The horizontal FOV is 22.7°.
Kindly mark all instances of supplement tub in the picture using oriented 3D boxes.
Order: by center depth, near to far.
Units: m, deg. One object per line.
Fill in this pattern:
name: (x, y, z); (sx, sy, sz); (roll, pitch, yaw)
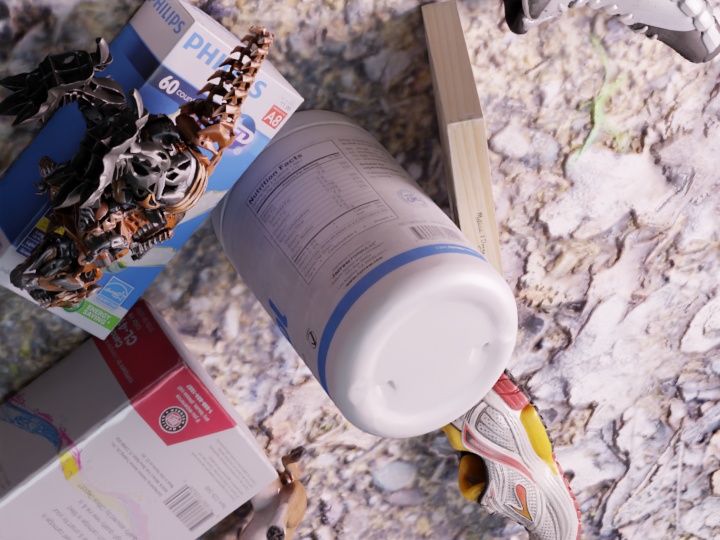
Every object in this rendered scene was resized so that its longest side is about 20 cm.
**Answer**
supplement tub: (0.000, 0.000, 1.149); (0.131, 0.200, 0.132); (-17, 131, -21)

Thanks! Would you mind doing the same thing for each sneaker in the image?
sneaker: (0.156, -0.186, 1.207); (0.115, 0.075, 0.200); (-40, 126, 7)
sneaker: (0.119, 0.166, 1.457); (0.082, 0.078, 0.200); (-30, 126, -5)

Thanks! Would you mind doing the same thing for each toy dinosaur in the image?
toy dinosaur: (-0.133, -0.066, 1.028); (0.201, 0.102, 0.136); (-61, 146, -4)

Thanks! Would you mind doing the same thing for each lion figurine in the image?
lion figurine: (-0.080, 0.212, 1.352); (0.200, 0.072, 0.122); (-56, 167, 7)

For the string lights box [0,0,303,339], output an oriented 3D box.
string lights box: (-0.141, -0.065, 1.105); (0.200, 0.059, 0.103); (-49, 132, 9)

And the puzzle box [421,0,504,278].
puzzle box: (0.072, -0.062, 1.199); (0.025, 0.133, 0.201); (-10, 132, 1)

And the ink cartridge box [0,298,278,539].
ink cartridge box: (-0.179, 0.139, 1.221); (0.200, 0.086, 0.148); (-35, 134, -2)
